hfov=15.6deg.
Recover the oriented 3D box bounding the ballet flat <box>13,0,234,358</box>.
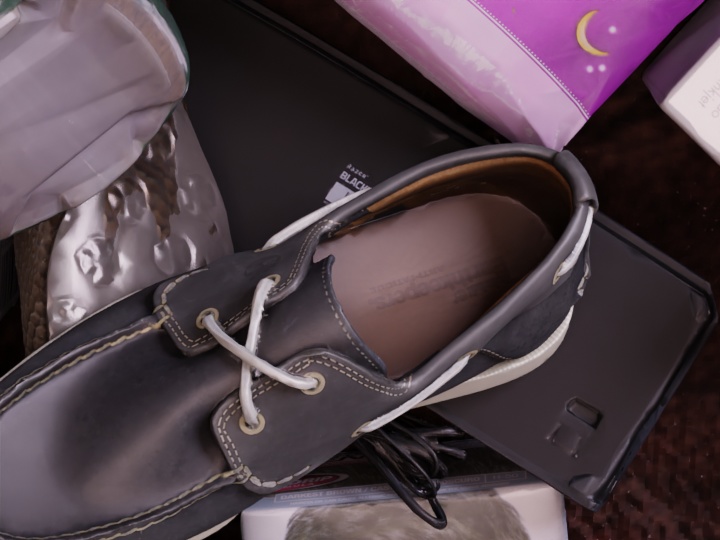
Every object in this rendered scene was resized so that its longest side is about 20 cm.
[{"bbox_3d":[-0.079,-0.036,0.763,0.067,0.046,0.201,-1,79,-38],"label":"ballet flat"}]

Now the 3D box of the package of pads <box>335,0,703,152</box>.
[{"bbox_3d":[0.017,-0.135,0.751,0.200,0.076,0.121,39,100,-7],"label":"package of pads"}]

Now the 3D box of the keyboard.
[{"bbox_3d":[0.000,0.000,0.788,0.199,0.040,0.104,33,84,12],"label":"keyboard"}]

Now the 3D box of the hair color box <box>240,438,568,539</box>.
[{"bbox_3d":[0.023,0.157,0.823,0.098,0.061,0.201,-6,102,3],"label":"hair color box"}]

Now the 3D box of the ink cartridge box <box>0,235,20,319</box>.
[{"bbox_3d":[-0.204,-0.002,0.742,0.198,0.160,0.048,2,101,1],"label":"ink cartridge box"}]

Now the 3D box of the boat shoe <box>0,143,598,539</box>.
[{"bbox_3d":[-0.025,0.020,0.703,0.199,0.068,0.072,-24,75,-20],"label":"boat shoe"}]

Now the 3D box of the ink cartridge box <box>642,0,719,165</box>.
[{"bbox_3d":[0.194,-0.028,0.774,0.200,0.067,0.116,42,98,-7],"label":"ink cartridge box"}]

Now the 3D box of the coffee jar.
[{"bbox_3d":[-0.135,-0.109,0.707,0.085,0.104,0.200,-37,65,0],"label":"coffee jar"}]
